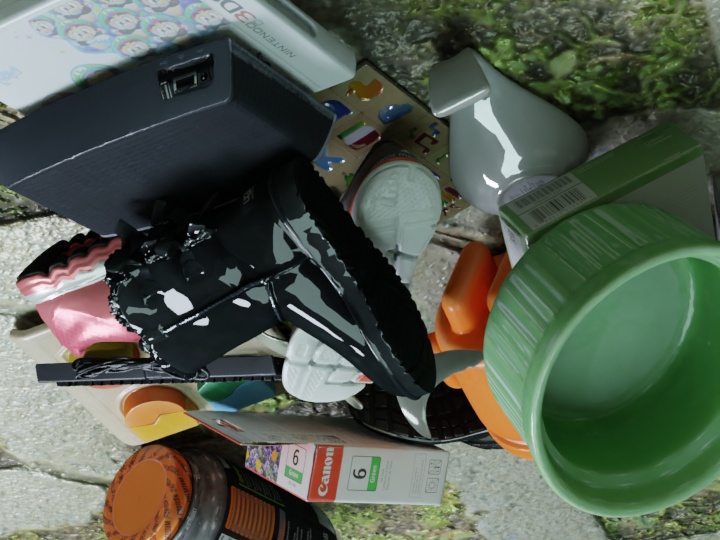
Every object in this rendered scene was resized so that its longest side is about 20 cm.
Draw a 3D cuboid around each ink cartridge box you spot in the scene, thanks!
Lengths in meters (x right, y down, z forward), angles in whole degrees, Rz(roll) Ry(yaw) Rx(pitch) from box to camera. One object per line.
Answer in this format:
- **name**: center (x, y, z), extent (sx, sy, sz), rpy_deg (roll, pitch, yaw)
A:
- **ink cartridge box**: center (-0.038, 0.154, 1.351), extent (0.198, 0.051, 0.109), rpy_deg (6, -174, -33)
- **ink cartridge box**: center (0.187, 0.014, 1.170), extent (0.145, 0.048, 0.201), rpy_deg (-27, 127, -12)

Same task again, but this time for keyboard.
- **keyboard**: center (-0.147, 0.075, 1.207), extent (0.198, 0.021, 0.127), rpy_deg (-4, 172, 22)

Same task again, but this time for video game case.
- **video game case**: center (-0.133, -0.133, 1.019), extent (0.199, 0.024, 0.182), rpy_deg (-17, 153, 29)

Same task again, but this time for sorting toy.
- **sorting toy**: center (-0.154, 0.077, 1.329), extent (0.198, 0.037, 0.185), rpy_deg (-16, 142, 17)

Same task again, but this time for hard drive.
- **hard drive**: center (-0.128, -0.078, 1.059), extent (0.199, 0.043, 0.135), rpy_deg (-18, 153, 28)

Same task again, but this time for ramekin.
- **ramekin**: center (0.179, 0.053, 1.098), extent (0.198, 0.098, 0.202), rpy_deg (-12, 121, -20)

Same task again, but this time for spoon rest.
- **spoon rest**: center (0.094, -0.094, 1.114), extent (0.099, 0.061, 0.200), rpy_deg (-23, 152, 13)

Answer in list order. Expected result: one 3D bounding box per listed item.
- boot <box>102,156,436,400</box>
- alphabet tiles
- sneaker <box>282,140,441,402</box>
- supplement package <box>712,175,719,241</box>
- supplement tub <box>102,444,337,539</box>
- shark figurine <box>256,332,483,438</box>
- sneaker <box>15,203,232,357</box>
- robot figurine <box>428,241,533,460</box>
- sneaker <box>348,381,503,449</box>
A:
- **boot**: center (-0.062, 0.028, 1.084), extent (0.162, 0.074, 0.199), rpy_deg (-25, 116, 23)
- **alphabet tiles**: center (-0.015, -0.074, 1.165), extent (0.166, 0.006, 0.199), rpy_deg (-29, 136, 31)
- **sneaker**: center (0.000, 0.000, 1.156), extent (0.076, 0.082, 0.201), rpy_deg (17, 115, -21)
- **supplement package**: center (0.335, 0.025, 1.231), extent (0.120, 0.121, 0.201), rpy_deg (-10, 143, 8)
- **supplement tub**: center (-0.125, 0.235, 1.470), extent (0.122, 0.123, 0.199), rpy_deg (-29, 136, 30)
- **shark figurine**: center (-0.003, 0.048, 1.241), extent (0.128, 0.090, 0.214), rpy_deg (42, 163, -18)
- **sneaker**: center (-0.141, 0.004, 1.166), extent (0.198, 0.074, 0.087), rpy_deg (-17, 110, 19)
- **robot figurine**: center (0.128, 0.066, 1.260), extent (0.143, 0.117, 0.201), rpy_deg (-28, 128, 4)
- **sneaker**: center (0.087, 0.126, 1.387), extent (0.198, 0.076, 0.088), rpy_deg (1, 149, -6)
